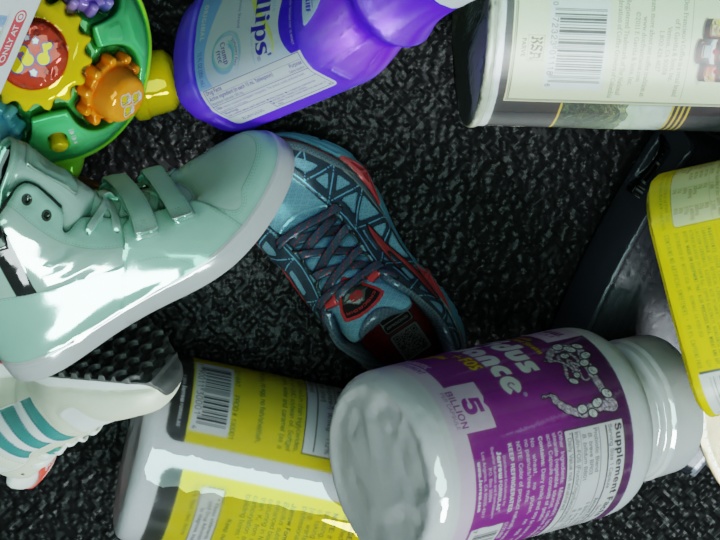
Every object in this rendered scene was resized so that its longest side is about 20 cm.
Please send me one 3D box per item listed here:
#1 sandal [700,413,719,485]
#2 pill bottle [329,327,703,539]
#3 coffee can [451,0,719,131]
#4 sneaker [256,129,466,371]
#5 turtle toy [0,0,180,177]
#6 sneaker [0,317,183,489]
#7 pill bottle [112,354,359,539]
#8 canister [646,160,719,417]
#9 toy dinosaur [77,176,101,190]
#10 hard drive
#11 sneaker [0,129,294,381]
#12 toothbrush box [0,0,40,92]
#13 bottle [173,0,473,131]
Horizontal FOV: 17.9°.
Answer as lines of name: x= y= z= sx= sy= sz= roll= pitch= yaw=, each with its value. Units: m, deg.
sandal: x=0.238 y=0.060 z=1.335 sx=0.077 sy=0.070 sz=0.212 roll=-8 pitch=107 yaw=-3
pill bottle: x=0.092 y=0.093 z=1.281 sx=0.200 sy=0.112 sz=0.113 roll=-11 pitch=110 yaw=-33
coffee can: x=0.159 y=-0.150 z=1.270 sx=0.199 sy=0.146 sz=0.147 roll=1 pitch=106 yaw=-6
sneaker: x=0.000 y=0.000 z=1.325 sx=0.079 sy=0.096 sz=0.200 roll=-41 pitch=106 yaw=6
turtle toy: x=-0.184 y=-0.145 z=1.258 sx=0.145 sy=0.101 sz=0.201 roll=-14 pitch=101 yaw=-1
sneaker: x=-0.178 y=0.078 z=1.316 sx=0.199 sy=0.070 sz=0.094 roll=-1 pitch=121 yaw=30
pill bottle: x=-0.038 y=0.122 z=1.348 sx=0.199 sy=0.114 sz=0.115 roll=13 pitch=105 yaw=-9
canister: x=0.269 y=-0.006 z=1.243 sx=0.199 sy=0.087 sz=0.149 roll=-12 pitch=99 yaw=21
toy dinosaur: x=-0.203 y=-0.016 z=1.314 sx=0.200 sy=0.060 sz=0.106 roll=38 pitch=110 yaw=-16
hard drive: x=0.197 y=0.021 z=1.379 sx=0.135 sy=0.042 sz=0.200 roll=23 pitch=103 yaw=-12
sneaker: x=-0.133 y=-0.039 z=1.238 sx=0.200 sy=0.074 sz=0.118 roll=-37 pitch=126 yaw=-10
toothbrush box: x=-0.283 y=-0.133 z=1.202 sx=0.200 sy=0.086 sz=0.146 roll=36 pitch=109 yaw=31
bottle: x=-0.017 y=-0.138 z=1.238 sx=0.065 sy=0.200 sz=0.084 roll=24 pitch=61 yaw=-39
